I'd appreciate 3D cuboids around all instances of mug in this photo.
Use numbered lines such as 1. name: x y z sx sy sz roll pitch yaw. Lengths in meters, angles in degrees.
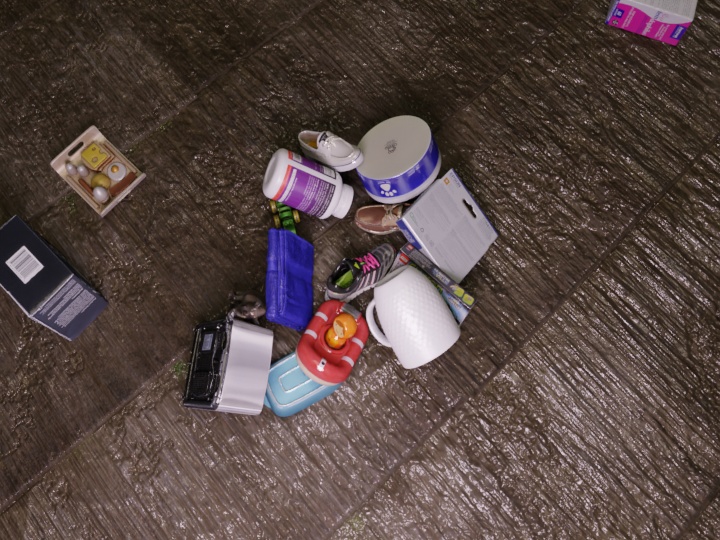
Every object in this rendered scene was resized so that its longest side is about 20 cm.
1. mug: 0.091 0.097 1.407 0.147 0.197 0.178 -38 100 -47

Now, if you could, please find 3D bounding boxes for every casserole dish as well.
1. casserole dish: -0.128 0.229 1.431 0.196 0.039 0.123 -27 73 -10

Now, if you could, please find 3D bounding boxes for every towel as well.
1. towel: -0.148 0.020 1.450 0.048 0.146 0.207 -13 68 33

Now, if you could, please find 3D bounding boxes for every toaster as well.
1. toaster: -0.272 0.195 1.355 0.116 0.198 0.187 16 73 -33

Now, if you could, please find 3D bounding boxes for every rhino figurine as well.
1. rhino figurine: -0.242 0.077 1.410 0.085 0.200 0.062 10 95 -8

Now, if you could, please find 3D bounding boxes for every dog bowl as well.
1. dog bowl: 0.085 -0.259 1.534 0.194 0.079 0.205 -15 50 18

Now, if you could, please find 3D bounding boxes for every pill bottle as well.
1. pill bottle: -0.118 -0.191 1.511 0.195 0.112 0.116 21 69 -23

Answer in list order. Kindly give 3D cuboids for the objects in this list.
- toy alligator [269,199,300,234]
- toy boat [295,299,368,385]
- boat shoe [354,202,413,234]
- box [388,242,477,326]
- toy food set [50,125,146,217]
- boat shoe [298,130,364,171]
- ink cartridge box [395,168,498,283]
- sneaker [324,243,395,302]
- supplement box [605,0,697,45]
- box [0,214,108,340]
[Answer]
1. toy alligator: -0.171 -0.119 1.543 0.057 0.054 0.206 -15 71 -5
2. toy boat: -0.048 0.137 1.382 0.129 0.131 0.202 33 49 -3
3. boat shoe: 0.082 -0.129 1.535 0.193 0.072 0.078 1 70 1
4. box: 0.153 0.042 1.454 0.199 0.111 0.035 40 50 14
5. toy food set: -0.628 -0.240 1.584 0.199 0.061 0.144 41 76 13
6. boat shoe: -0.075 -0.289 1.546 0.197 0.070 0.071 26 69 43
7. ink cartridge box: 0.198 -0.093 1.491 0.200 0.040 0.202 -43 100 -30
8. sneaker: 0.000 0.000 1.479 0.197 0.088 0.074 -35 65 -11
9. supplement box: 0.752 -0.682 1.709 0.194 0.102 0.106 19 72 7
10. box: -0.679 0.022 1.421 0.199 0.198 0.124 41 74 14
